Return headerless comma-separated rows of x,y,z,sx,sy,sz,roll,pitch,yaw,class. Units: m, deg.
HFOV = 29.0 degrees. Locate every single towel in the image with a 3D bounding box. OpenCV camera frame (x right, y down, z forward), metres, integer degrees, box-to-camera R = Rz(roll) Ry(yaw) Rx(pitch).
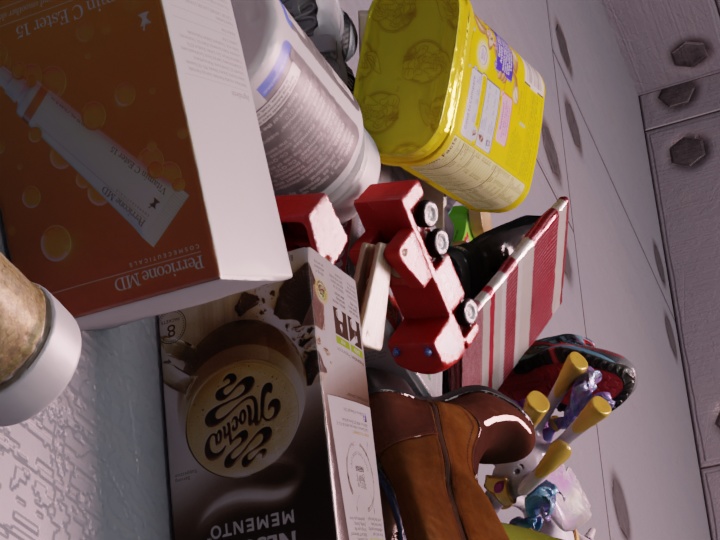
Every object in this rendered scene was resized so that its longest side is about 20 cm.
0.135,0.039,1.279,0.200,0.023,0.145,-47,149,-36,towel

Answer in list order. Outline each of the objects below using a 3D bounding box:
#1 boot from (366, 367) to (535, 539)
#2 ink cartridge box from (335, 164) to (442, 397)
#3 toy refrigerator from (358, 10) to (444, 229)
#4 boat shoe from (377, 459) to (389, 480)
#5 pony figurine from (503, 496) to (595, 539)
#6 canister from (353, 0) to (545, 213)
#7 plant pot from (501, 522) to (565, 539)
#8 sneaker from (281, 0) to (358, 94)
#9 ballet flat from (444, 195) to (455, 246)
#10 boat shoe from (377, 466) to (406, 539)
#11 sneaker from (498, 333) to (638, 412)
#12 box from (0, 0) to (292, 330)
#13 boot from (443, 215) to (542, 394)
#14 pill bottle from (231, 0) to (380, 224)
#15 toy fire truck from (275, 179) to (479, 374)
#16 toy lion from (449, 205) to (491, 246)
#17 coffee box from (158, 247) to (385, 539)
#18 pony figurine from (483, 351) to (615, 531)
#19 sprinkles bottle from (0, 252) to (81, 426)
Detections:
0.089,0.160,1.032,0.188,0.069,0.200,25,21,-35,boot
0.000,0.000,1.151,0.201,0.083,0.176,-85,151,-45,ink cartridge box
0.037,-0.136,1.273,0.070,0.075,0.202,-93,-179,-77,toy refrigerator
0.042,0.176,1.172,0.200,0.072,0.065,46,26,-59,boat shoe
0.209,0.308,1.437,0.200,0.166,0.194,42,29,-32,pony figurine
0.080,-0.139,1.167,0.200,0.086,0.150,24,73,-59,canister
0.103,0.283,1.108,0.193,0.199,0.202,39,39,-42,plant pot
-0.053,-0.200,1.168,0.201,0.075,0.115,-85,153,-55,sneaker
0.059,-0.063,1.389,0.200,0.073,0.073,-70,142,-68,ballet flat
-0.005,0.223,0.995,0.072,0.072,0.201,24,47,-53,boat shoe
0.210,0.091,1.395,0.095,0.199,0.080,-35,106,-30,sneaker
-0.131,-0.077,0.774,0.097,0.124,0.202,1,75,-70,box
0.125,0.038,1.363,0.200,0.065,0.166,-22,126,-54,boot
-0.066,-0.113,1.001,0.200,0.113,0.115,47,34,-55,pill bottle
0.012,0.009,1.005,0.141,0.048,0.201,-50,127,-42,toy fire truck
0.106,0.043,1.468,0.200,0.068,0.193,-60,140,-62,toy lion
-0.056,0.101,0.873,0.080,0.112,0.201,36,43,-61,coffee box
0.156,0.174,1.304,0.166,0.201,0.193,39,33,12,pony figurine
-0.202,-0.008,0.605,0.200,0.068,0.069,55,28,-46,sprinkles bottle
